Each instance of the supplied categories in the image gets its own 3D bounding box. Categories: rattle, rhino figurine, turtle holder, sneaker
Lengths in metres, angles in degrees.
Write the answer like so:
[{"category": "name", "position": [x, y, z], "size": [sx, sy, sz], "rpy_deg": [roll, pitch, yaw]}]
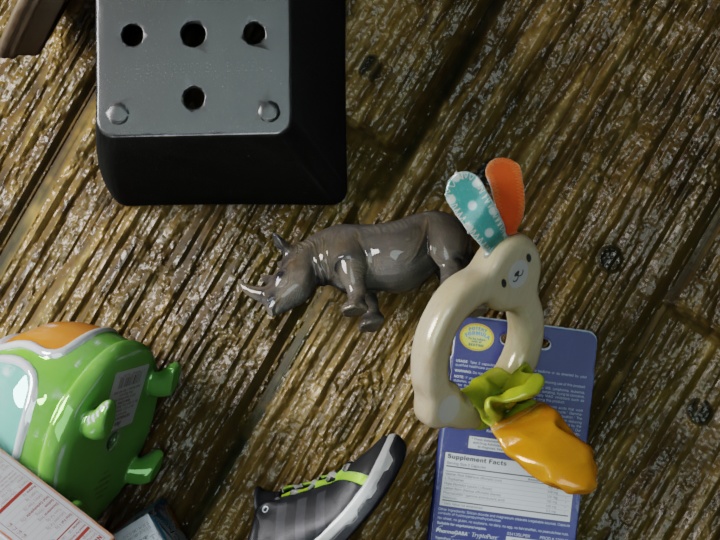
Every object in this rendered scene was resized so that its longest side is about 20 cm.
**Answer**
[{"category": "rattle", "position": [0.116, 0.033, 0.758], "size": [0.128, 0.143, 0.203], "rpy_deg": [12, 101, -24]}, {"category": "rhino figurine", "position": [0.000, 0.000, 0.847], "size": [0.196, 0.060, 0.089], "rpy_deg": [-7, 62, 2]}, {"category": "turtle holder", "position": [-0.231, 0.126, 0.829], "size": [0.130, 0.141, 0.188], "rpy_deg": [22, 129, 15]}, {"category": "sneaker", "position": [-0.048, 0.194, 0.843], "size": [0.083, 0.072, 0.200], "rpy_deg": [42, 86, 10]}]

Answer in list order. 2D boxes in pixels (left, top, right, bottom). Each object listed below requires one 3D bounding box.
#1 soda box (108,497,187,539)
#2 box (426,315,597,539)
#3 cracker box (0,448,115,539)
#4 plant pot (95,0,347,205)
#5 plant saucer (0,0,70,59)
[{"category": "soda box", "position": [-0.228, 0.266, 0.850], "size": [0.198, 0.064, 0.069], "rpy_deg": [-32, 89, 0]}, {"category": "box", "position": [0.122, 0.143, 0.860], "size": [0.119, 0.032, 0.204], "rpy_deg": [7, 90, 1]}, {"category": "cracker box", "position": [-0.282, 0.187, 0.765], "size": [0.199, 0.058, 0.135], "rpy_deg": [36, 128, 8]}, {"category": "plant pot", "position": [-0.112, -0.157, 0.796], "size": [0.196, 0.177, 0.204], "rpy_deg": [0, 89, 2]}, {"category": "plant saucer", "position": [-0.213, -0.243, 0.795], "size": [0.029, 0.200, 0.202], "rpy_deg": [28, 90, -19]}]
